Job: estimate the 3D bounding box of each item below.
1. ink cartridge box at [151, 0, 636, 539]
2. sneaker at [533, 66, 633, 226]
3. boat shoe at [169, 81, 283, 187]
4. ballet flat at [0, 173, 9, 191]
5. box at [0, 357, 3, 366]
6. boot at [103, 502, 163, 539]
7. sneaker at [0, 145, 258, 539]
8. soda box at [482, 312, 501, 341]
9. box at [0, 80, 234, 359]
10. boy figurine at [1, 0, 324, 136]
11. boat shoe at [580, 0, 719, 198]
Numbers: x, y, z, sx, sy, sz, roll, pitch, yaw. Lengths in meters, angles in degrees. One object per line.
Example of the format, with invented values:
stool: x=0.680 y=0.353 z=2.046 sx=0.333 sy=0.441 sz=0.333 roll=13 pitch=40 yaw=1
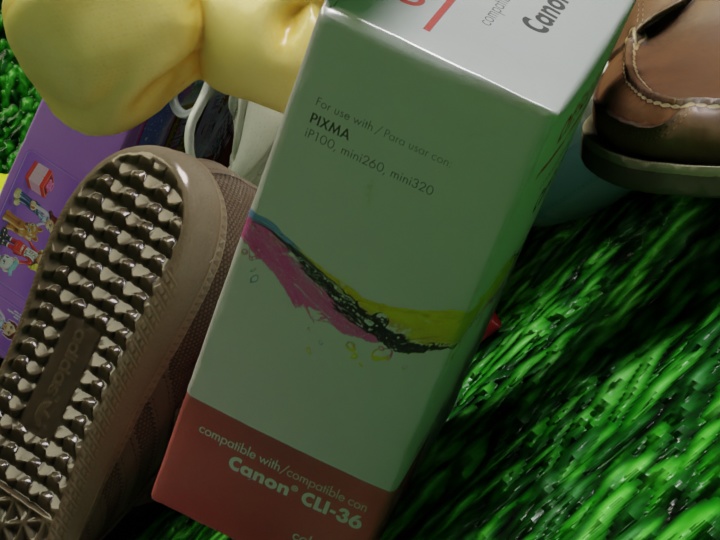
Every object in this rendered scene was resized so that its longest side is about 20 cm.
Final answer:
ink cartridge box: x=0.017 y=-0.027 z=0.625 sx=0.117 sy=0.067 sz=0.201 roll=-55 pitch=-12 yaw=-59
sneaker: x=0.089 y=-0.079 z=0.863 sx=0.082 sy=0.074 sz=0.200 roll=-31 pitch=10 yaw=28
boat shoe: x=-0.022 y=-0.065 z=0.790 sx=0.074 sy=0.086 sz=0.202 roll=-30 pitch=12 yaw=41
ballet flat: x=-0.212 y=-0.001 z=1.048 sx=0.200 sy=0.067 sz=0.067 roll=-38 pitch=-20 yaw=-12
box: x=-0.178 y=0.054 z=0.985 sx=0.164 sy=0.086 sz=0.200 roll=-45 pitch=-15 yaw=14
boot: x=-0.100 y=0.073 z=0.885 sx=0.154 sy=0.074 sz=0.204 roll=-41 pitch=0 yaw=-3
sneaker: x=-0.084 y=0.059 z=0.682 sx=0.201 sy=0.070 sz=0.075 roll=-57 pitch=-32 yaw=10
soda box: x=0.000 y=0.000 z=0.864 sx=0.070 sy=0.064 sz=0.200 roll=-37 pitch=9 yaw=3
box: x=-0.073 y=-0.069 z=0.860 sx=0.201 sy=0.039 sz=0.137 roll=-62 pitch=-12 yaw=21
boy figurine: x=-0.013 y=-0.087 z=0.723 sx=0.198 sy=0.125 sz=0.065 roll=-18 pitch=-30 yaw=-14
boat shoe: x=0.105 y=-0.073 z=0.693 sx=0.071 sy=0.069 sz=0.200 roll=3 pitch=17 yaw=5
